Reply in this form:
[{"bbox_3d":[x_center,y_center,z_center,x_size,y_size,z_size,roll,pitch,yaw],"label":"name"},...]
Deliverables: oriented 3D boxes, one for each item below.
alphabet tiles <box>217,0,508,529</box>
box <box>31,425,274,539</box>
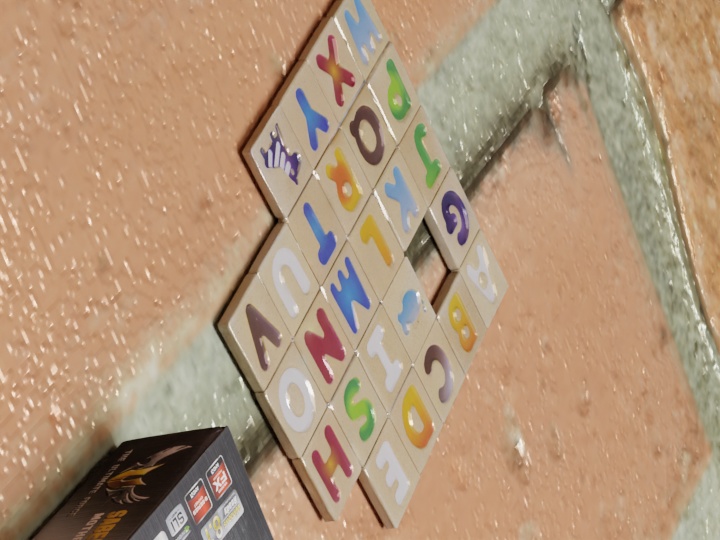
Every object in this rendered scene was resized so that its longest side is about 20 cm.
[{"bbox_3d":[0.000,0.000,1.062,0.168,0.008,0.200,63,33,-28],"label":"alphabet tiles"},{"bbox_3d":[-0.075,0.167,0.837,0.200,0.048,0.159,-47,121,-54],"label":"box"}]
